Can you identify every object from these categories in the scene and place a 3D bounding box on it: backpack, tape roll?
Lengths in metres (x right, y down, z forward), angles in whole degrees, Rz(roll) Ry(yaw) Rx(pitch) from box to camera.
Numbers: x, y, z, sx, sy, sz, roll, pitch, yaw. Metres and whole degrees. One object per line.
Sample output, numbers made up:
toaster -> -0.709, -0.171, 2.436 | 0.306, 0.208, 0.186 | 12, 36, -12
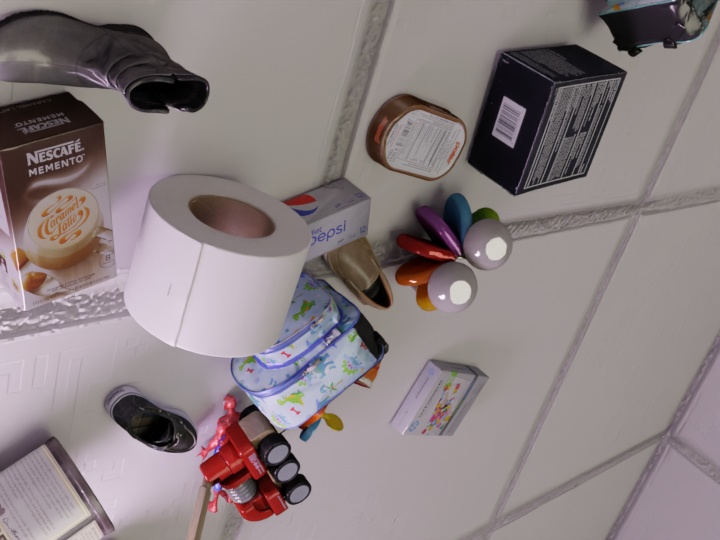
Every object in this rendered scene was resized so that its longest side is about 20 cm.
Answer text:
backpack -> -0.093, 0.111, 1.315 | 0.200, 0.183, 0.147 | -43, 121, -6
tape roll -> -0.172, -0.009, 1.092 | 0.202, 0.202, 0.140 | -7, 127, -45
backpack -> 0.494, -0.465, 1.460 | 0.200, 0.175, 0.154 | -46, 116, -26

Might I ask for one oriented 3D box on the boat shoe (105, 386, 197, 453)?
boat shoe -> -0.290, 0.228, 1.295 | 0.069, 0.057, 0.200 | -48, 145, -5

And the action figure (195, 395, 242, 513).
action figure -> -0.218, 0.285, 1.436 | 0.065, 0.051, 0.202 | -15, 127, -47

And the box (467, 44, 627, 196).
box -> 0.302, -0.249, 1.479 | 0.197, 0.123, 0.201 | -15, 133, -39

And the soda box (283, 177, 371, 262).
soda box -> -0.080, -0.059, 1.269 | 0.199, 0.063, 0.069 | -26, 139, -32

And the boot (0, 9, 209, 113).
boot -> -0.255, -0.199, 0.888 | 0.199, 0.131, 0.070 | -16, 133, -40

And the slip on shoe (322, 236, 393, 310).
slip on shoe -> 0.000, 0.000, 1.415 | 0.076, 0.061, 0.200 | -42, 144, -12

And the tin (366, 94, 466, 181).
tin -> 0.088, -0.195, 1.363 | 0.199, 0.042, 0.113 | 6, 120, -51

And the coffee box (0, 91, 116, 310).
coffee box -> -0.333, -0.072, 0.959 | 0.114, 0.080, 0.201 | -24, 137, -33

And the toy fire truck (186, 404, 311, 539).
toy fire truck -> -0.187, 0.337, 1.386 | 0.199, 0.129, 0.177 | -32, 136, -13

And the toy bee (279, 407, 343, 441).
toy bee -> -0.098, 0.219, 1.482 | 0.131, 0.199, 0.109 | 49, 49, -21

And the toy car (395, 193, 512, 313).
toy car -> 0.137, -0.039, 1.478 | 0.150, 0.175, 0.200 | 41, 88, -19

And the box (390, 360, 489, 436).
box -> 0.166, 0.265, 1.857 | 0.199, 0.041, 0.157 | 16, 108, -52

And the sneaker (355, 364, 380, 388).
sneaker -> -0.029, 0.137, 1.516 | 0.200, 0.072, 0.078 | 38, 68, -59

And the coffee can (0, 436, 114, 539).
coffee can -> -0.435, 0.328, 1.142 | 0.199, 0.146, 0.147 | -33, 141, -23
